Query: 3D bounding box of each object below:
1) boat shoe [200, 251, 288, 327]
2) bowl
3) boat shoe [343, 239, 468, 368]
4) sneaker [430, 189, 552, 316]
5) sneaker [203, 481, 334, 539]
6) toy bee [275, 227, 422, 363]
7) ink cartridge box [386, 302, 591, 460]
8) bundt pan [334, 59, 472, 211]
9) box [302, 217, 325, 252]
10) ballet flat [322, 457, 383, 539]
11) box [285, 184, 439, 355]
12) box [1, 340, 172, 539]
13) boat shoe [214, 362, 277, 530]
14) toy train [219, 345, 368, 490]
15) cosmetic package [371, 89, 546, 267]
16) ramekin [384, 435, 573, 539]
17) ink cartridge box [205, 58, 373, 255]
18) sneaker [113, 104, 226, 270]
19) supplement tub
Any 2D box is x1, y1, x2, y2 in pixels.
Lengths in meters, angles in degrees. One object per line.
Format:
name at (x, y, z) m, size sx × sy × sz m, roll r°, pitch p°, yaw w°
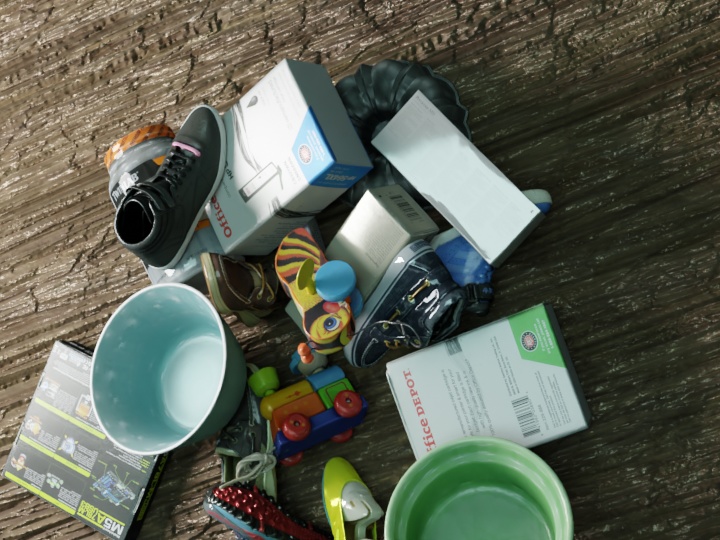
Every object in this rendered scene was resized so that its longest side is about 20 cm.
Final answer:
boat shoe at (-0.131, 0.015, 1.427) m, size 0.071 × 0.200 × 0.073 m, roll -20°, pitch 70°, yaw 6°
bowl at (-0.215, 0.126, 1.443) m, size 0.198 × 0.105 × 0.204 m, roll -9°, pitch 71°, yaw 26°
boat shoe at (0.049, 0.066, 1.388) m, size 0.091 × 0.070 × 0.201 m, roll 50°, pitch 134°, yaw 24°
sneaker at (0.147, -0.008, 1.406) m, size 0.198 × 0.077 × 0.113 m, roll -26°, pitch 73°, yaw 17°
sneaker at (-0.111, 0.330, 1.423) m, size 0.199 × 0.080 × 0.096 m, roll 35°, pitch 106°, yaw -15°
toy bee at (-0.043, 0.042, 1.334) m, size 0.108 × 0.132 × 0.199 m, roll -39°, pitch 38°, yaw -15°
ink cartridge box at (0.147, 0.139, 1.386) m, size 0.197 × 0.084 × 0.148 m, roll -21°, pitch 86°, yaw 14°
bundt pan at (0.031, -0.163, 1.458) m, size 0.198 × 0.076 × 0.206 m, roll -2°, pitch 84°, yaw 17°
box at (-0.085, -0.081, 1.503) m, size 0.041 × 0.039 × 0.203 m, roll -20°, pitch 80°, yaw 17°
ballet flat at (0.001, 0.310, 1.408) m, size 0.067 × 0.066 × 0.203 m, roll -33°, pitch 54°, yaw 44°
box at (0.000, 0.000, 1.419) m, size 0.082 × 0.068 × 0.201 m, roll 48°, pitch 122°, yaw 18°
box at (-0.340, 0.217, 1.552) m, size 0.198 × 0.047 × 0.196 m, roll 23°, pitch 94°, yaw 16°
boat shoe at (-0.144, 0.216, 1.471) m, size 0.071 × 0.065 × 0.205 m, roll -10°, pitch 83°, yaw 51°
toy train at (-0.101, 0.167, 1.428) m, size 0.198 × 0.085 × 0.117 m, roll -21°, pitch 63°, yaw -23°
cosmetic package at (0.110, -0.103, 1.361) m, size 0.083 × 0.051 × 0.200 m, roll -46°, pitch 74°, yaw 10°
ramekin at (0.129, 0.289, 1.285) m, size 0.196 × 0.098 × 0.203 m, roll -6°, pitch 58°, yaw 9°
ink cartridge box at (-0.102, -0.130, 1.433) m, size 0.199 × 0.084 × 0.148 m, roll -37°, pitch 71°, yaw 30°
sneaker at (-0.217, -0.101, 1.386) m, size 0.070 × 0.099 × 0.203 m, roll 21°, pitch 90°, yaw 18°
supplement tub at (-0.235, -0.072, 1.504) m, size 0.122 × 0.122 × 0.202 m, roll -32°, pitch 77°, yaw 11°
